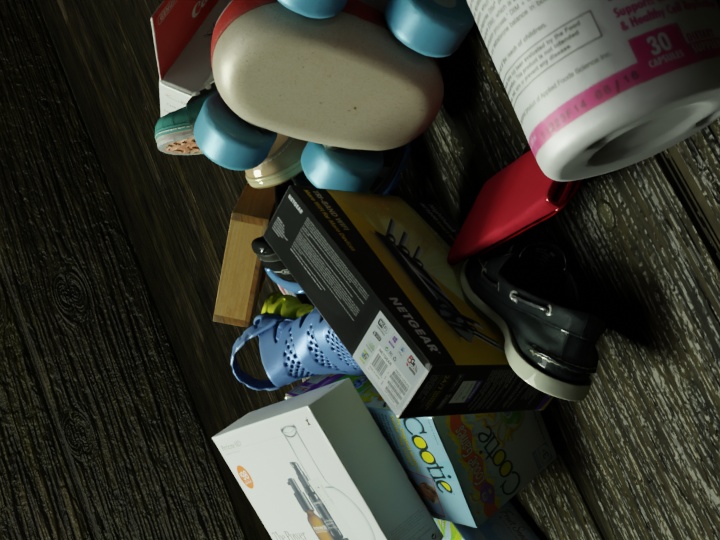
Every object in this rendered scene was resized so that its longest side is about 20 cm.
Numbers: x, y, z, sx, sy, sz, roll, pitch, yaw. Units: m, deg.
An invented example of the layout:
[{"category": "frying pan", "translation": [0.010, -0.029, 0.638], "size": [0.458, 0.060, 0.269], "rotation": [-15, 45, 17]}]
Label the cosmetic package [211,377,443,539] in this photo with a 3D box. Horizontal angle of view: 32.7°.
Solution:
[{"category": "cosmetic package", "translation": [-0.034, 0.181, 1.039], "size": [0.151, 0.052, 0.200], "rotation": [61, 148, -1]}]

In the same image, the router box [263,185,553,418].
[{"category": "router box", "translation": [0.043, 0.021, 0.910], "size": [0.200, 0.157, 0.052], "rotation": [51, 123, 35]}]

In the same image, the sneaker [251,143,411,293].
[{"category": "sneaker", "translation": [-0.023, -0.078, 1.038], "size": [0.083, 0.200, 0.071], "rotation": [40, 164, -34]}]

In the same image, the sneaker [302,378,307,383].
[{"category": "sneaker", "translation": [0.049, 0.096, 1.185], "size": [0.200, 0.106, 0.075], "rotation": [11, 123, 37]}]

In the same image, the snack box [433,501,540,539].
[{"category": "snack box", "translation": [0.136, 0.318, 1.135], "size": [0.169, 0.068, 0.200], "rotation": [-129, 27, -49]}]

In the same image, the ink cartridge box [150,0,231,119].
[{"category": "ink cartridge box", "translation": [-0.129, -0.241, 1.176], "size": [0.045, 0.200, 0.176], "rotation": [24, 151, 8]}]

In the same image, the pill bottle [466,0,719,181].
[{"category": "pill bottle", "translation": [0.107, -0.157, 0.624], "size": [0.113, 0.113, 0.200], "rotation": [125, 124, -70]}]

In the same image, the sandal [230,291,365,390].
[{"category": "sandal", "translation": [-0.046, 0.070, 1.046], "size": [0.080, 0.087, 0.200], "rotation": [55, 154, -16]}]

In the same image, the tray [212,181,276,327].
[{"category": "tray", "translation": [-0.101, -0.025, 1.148], "size": [0.200, 0.037, 0.099], "rotation": [-85, 7, -75]}]

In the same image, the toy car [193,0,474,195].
[{"category": "toy car", "translation": [-0.029, -0.195, 0.946], "size": [0.200, 0.177, 0.184], "rotation": [-97, 29, -42]}]

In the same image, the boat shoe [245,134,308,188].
[{"category": "boat shoe", "translation": [-0.055, -0.152, 1.034], "size": [0.071, 0.200, 0.065], "rotation": [-5, 134, 32]}]

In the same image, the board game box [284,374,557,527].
[{"category": "board game box", "translation": [0.047, 0.131, 1.030], "size": [0.200, 0.103, 0.105], "rotation": [0, 117, 53]}]

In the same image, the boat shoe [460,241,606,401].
[{"category": "boat shoe", "translation": [0.121, 0.014, 0.849], "size": [0.199, 0.074, 0.066], "rotation": [-99, 29, -68]}]

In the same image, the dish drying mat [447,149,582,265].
[{"category": "dish drying mat", "translation": [0.109, -0.051, 0.829], "size": [0.018, 0.077, 0.200], "rotation": [29, 165, -7]}]

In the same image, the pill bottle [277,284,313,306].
[{"category": "pill bottle", "translation": [0.000, 0.000, 1.130], "size": [0.200, 0.119, 0.120], "rotation": [-154, 48, -68]}]

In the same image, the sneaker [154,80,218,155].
[{"category": "sneaker", "translation": [-0.102, -0.167, 1.127], "size": [0.080, 0.200, 0.071], "rotation": [67, 162, 7]}]
